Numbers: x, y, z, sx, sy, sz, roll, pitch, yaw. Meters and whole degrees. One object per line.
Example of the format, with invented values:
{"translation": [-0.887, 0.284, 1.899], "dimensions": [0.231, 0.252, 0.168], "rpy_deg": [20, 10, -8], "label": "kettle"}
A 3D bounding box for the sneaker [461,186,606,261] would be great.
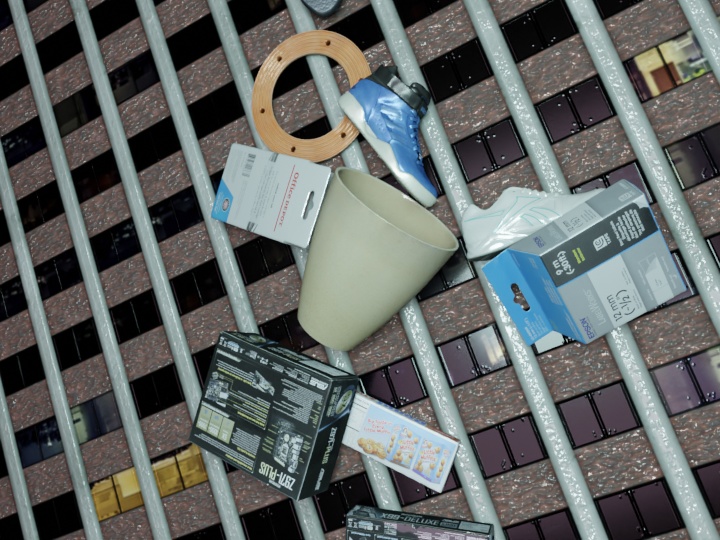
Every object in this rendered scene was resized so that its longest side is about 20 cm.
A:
{"translation": [0.224, -0.078, 0.807], "dimensions": [0.197, 0.070, 0.082], "rpy_deg": [-18, 78, 15], "label": "sneaker"}

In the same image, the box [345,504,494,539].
{"translation": [0.076, 0.411, 0.822], "dimensions": [0.196, 0.050, 0.161], "rpy_deg": [0, 86, 17], "label": "box"}

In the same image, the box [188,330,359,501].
{"translation": [-0.121, 0.194, 0.866], "dimensions": [0.197, 0.086, 0.167], "rpy_deg": [17, 90, 27], "label": "box"}

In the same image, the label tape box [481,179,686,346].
{"translation": [0.269, 0.008, 0.754], "dimensions": [0.198, 0.066, 0.144], "rpy_deg": [-32, 112, 10], "label": "label tape box"}

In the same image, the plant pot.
{"translation": [0.000, 0.000, 0.825], "dimensions": [0.186, 0.187, 0.202], "rpy_deg": [37, 109, 16], "label": "plant pot"}

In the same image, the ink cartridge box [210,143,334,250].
{"translation": [-0.113, -0.102, 0.885], "dimensions": [0.198, 0.066, 0.118], "rpy_deg": [20, 92, 35], "label": "ink cartridge box"}

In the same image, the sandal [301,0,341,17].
{"translation": [-0.078, -0.466, 0.950], "dimensions": [0.075, 0.043, 0.202], "rpy_deg": [-29, 68, 6], "label": "sandal"}

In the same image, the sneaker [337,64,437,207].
{"translation": [0.067, -0.194, 0.860], "dimensions": [0.111, 0.077, 0.201], "rpy_deg": [-39, 80, 7], "label": "sneaker"}

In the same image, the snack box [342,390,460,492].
{"translation": [0.035, 0.228, 0.862], "dimensions": [0.197, 0.024, 0.073], "rpy_deg": [22, 92, 17], "label": "snack box"}

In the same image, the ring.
{"translation": [-0.074, -0.261, 0.939], "dimensions": [0.196, 0.019, 0.205], "rpy_deg": [-1, 85, 16], "label": "ring"}
